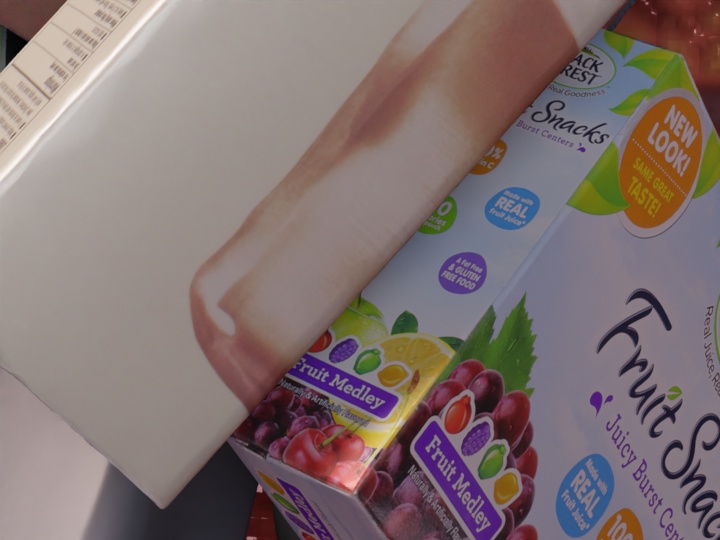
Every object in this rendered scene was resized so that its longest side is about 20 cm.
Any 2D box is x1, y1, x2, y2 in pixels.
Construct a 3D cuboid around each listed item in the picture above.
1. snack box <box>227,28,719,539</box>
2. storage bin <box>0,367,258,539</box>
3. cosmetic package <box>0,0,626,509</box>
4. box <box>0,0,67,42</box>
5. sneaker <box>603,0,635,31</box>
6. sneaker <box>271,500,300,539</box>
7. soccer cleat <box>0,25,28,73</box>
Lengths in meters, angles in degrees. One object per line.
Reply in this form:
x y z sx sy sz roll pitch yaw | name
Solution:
0.058 0.048 0.794 0.053 0.200 0.142 22 67 36 | snack box
-0.121 0.083 0.838 0.199 0.146 0.135 14 77 23 | storage bin
-0.018 -0.052 0.720 0.087 0.103 0.200 43 90 -17 | cosmetic package
-0.107 -0.139 0.816 0.200 0.075 0.100 32 113 5 | box
0.118 -0.132 0.880 0.095 0.079 0.200 26 108 -32 | sneaker
0.000 0.000 0.858 0.077 0.091 0.201 22 66 -31 | sneaker
-0.122 -0.040 0.831 0.081 0.068 0.200 35 45 22 | soccer cleat
